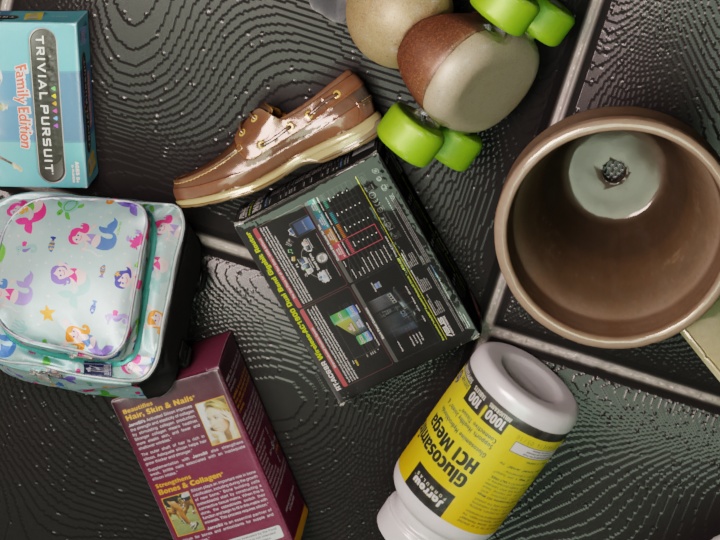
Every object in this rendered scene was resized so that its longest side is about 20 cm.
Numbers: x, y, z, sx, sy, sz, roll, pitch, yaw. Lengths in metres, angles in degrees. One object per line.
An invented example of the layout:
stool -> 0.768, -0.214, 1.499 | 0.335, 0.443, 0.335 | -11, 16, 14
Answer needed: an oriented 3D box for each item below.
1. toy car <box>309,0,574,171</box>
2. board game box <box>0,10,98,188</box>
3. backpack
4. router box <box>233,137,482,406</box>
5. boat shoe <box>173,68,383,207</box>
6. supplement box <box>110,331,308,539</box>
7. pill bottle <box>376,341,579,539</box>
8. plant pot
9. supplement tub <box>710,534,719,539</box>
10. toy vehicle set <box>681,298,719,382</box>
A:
toy car -> 0.047, -0.211, 1.648 | 0.200, 0.157, 0.165 | 43, 108, 20
board game box -> -0.339, -0.153, 1.733 | 0.198, 0.047, 0.152 | 1, 111, 6
backpack -> -0.255, 0.016, 1.721 | 0.198, 0.151, 0.179 | 6, 75, 15
router box -> 0.000, 0.000, 1.747 | 0.149, 0.062, 0.201 | -26, 106, 14
boat shoe -> -0.078, -0.115, 1.712 | 0.199, 0.072, 0.068 | -23, 101, 9
supplement box -> -0.138, 0.174, 1.815 | 0.109, 0.086, 0.201 | -18, 108, 13
pill bottle -> 0.101, 0.173, 1.775 | 0.112, 0.113, 0.201 | 31, 110, -6
plant pot -> 0.214, -0.057, 1.643 | 0.198, 0.175, 0.202 | 2, 111, 5
supplement tub -> 0.325, 0.332, 1.795 | 0.199, 0.145, 0.145 | -34, 104, 17
toy vehicle set -> 0.392, 0.034, 1.714 | 0.200, 0.026, 0.125 | -41, 80, 18
